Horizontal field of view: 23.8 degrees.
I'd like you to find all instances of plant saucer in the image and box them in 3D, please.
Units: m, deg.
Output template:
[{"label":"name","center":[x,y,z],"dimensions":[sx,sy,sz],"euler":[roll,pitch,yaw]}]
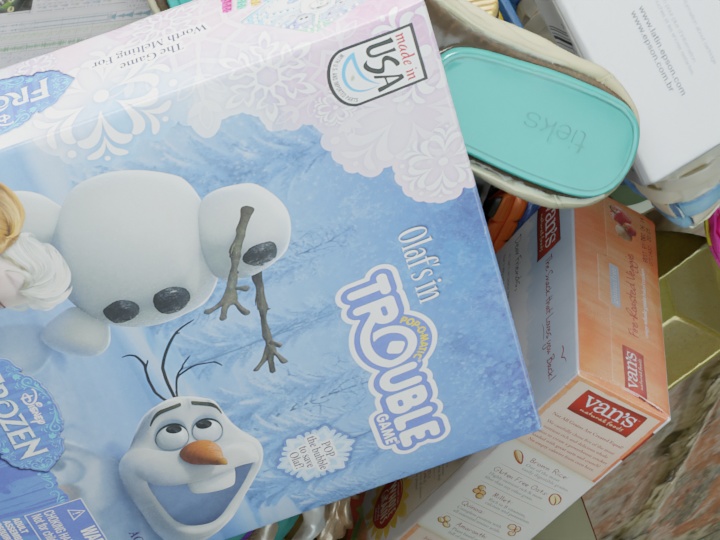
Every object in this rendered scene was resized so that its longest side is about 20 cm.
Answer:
[{"label":"plant saucer","center":[0.152,0.056,1.144],"dimensions":[0.199,0.049,0.200],"euler":[-36,155,1]}]

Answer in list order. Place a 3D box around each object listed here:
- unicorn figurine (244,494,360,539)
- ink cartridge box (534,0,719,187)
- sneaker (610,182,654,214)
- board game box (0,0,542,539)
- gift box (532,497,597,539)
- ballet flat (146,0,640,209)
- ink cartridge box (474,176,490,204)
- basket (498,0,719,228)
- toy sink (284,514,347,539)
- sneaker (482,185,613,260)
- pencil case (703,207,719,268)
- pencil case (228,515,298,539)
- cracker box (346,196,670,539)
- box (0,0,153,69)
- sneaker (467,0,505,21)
[{"label":"unicorn figurine","center":[-0.054,0.091,0.779],"dimensions":[0.138,0.074,0.200],"euler":[-65,163,15]},{"label":"ink cartridge box","center":[0.140,-0.166,0.627],"dimensions":[0.199,0.201,0.041],"euler":[-30,-163,-4]},{"label":"sneaker","center":[0.197,-0.101,0.908],"dimensions":[0.199,0.067,0.090],"euler":[-35,160,6]},{"label":"board game box","center":[-0.054,0.011,0.555],"dimensions":[0.197,0.044,0.201],"euler":[-20,135,1]},{"label":"gift box","center":[0.075,0.275,1.194],"dimensions":[0.186,0.201,0.184],"euler":[-16,171,-35]},{"label":"ballet flat","center":[0.007,-0.074,0.571],"dimensions":[0.199,0.070,0.070],"euler":[25,120,-31]},{"label":"ink cartridge box","center":[0.000,0.000,0.810],"dimensions":[0.174,0.043,0.201],"euler":[-47,165,-38]},{"label":"basket","center":[0.134,-0.131,0.719],"dimensions":[0.176,0.139,0.201],"euler":[-31,135,-5]},{"label":"toy sink","center":[0.017,0.183,1.025],"dimensions":[0.130,0.201,0.112],"euler":[-43,153,18]},{"label":"sneaker","center":[0.085,0.018,0.940],"dimensions":[0.078,0.076,0.201],"euler":[13,143,-3]},{"label":"pencil case","center":[0.246,-0.030,0.999],"dimensions":[0.088,0.089,0.200],"euler":[-41,178,13]},{"label":"pencil case","center":[-0.110,0.108,0.880],"dimensions":[0.092,0.085,0.199],"euler":[-46,152,18]},{"label":"cracker box","center":[0.069,0.068,0.852],"dimensions":[0.057,0.135,0.200],"euler":[26,131,-18]},{"label":"box","center":[-0.107,-0.095,0.524],"dimensions":[0.143,0.036,0.201],"euler":[-12,137,-35]},{"label":"sneaker","center":[-0.016,-0.028,0.661],"dimensions":[0.199,0.075,0.090],"euler":[-36,141,-4]}]
